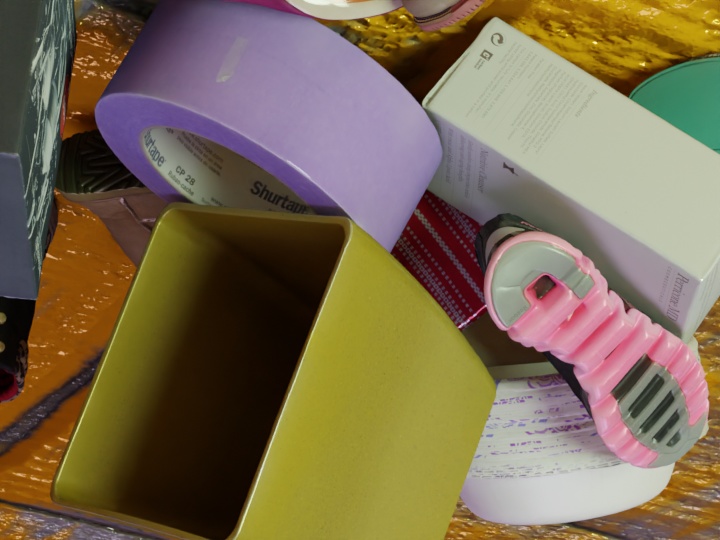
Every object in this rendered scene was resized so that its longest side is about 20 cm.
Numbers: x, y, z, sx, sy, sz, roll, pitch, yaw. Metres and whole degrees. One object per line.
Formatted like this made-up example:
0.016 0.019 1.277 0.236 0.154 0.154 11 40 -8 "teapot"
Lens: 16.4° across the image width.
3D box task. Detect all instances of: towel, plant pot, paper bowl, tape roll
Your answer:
0.000 0.000 1.628 0.200 0.145 0.022 -39 176 24 "towel"
-0.036 0.090 1.515 0.176 0.201 0.199 29 166 -35 "plant pot"
0.133 0.105 1.668 0.199 0.105 0.201 -9 -173 1 "paper bowl"
-0.056 -0.081 1.508 0.199 0.085 0.200 27 163 9 "tape roll"

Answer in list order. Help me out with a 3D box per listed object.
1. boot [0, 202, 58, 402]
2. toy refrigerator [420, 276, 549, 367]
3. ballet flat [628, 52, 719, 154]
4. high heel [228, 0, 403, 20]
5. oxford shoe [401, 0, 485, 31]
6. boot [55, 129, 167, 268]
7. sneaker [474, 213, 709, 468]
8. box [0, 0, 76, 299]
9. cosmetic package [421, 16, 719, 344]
-0.264 -0.010 1.720 0.073 0.152 0.200 3 156 8 "boot"
0.085 0.019 1.655 0.198 0.076 0.071 -5 109 23 "toy refrigerator"
0.256 -0.100 1.494 0.199 0.073 0.072 -11 151 37 "ballet flat"
-0.068 -0.182 1.427 0.198 0.068 0.096 13 178 -17 "high heel"
0.060 -0.200 1.338 0.074 0.071 0.200 28 145 -11 "oxford shoe"
-0.102 -0.042 1.726 0.174 0.067 0.200 1 158 21 "boot"
0.137 0.037 1.515 0.200 0.079 0.095 48 -179 -27 "sneaker"
-0.230 -0.107 1.459 0.103 0.184 0.200 7 156 -1 "box"
0.138 -0.052 1.511 0.199 0.081 0.113 34 160 16 "cosmetic package"
